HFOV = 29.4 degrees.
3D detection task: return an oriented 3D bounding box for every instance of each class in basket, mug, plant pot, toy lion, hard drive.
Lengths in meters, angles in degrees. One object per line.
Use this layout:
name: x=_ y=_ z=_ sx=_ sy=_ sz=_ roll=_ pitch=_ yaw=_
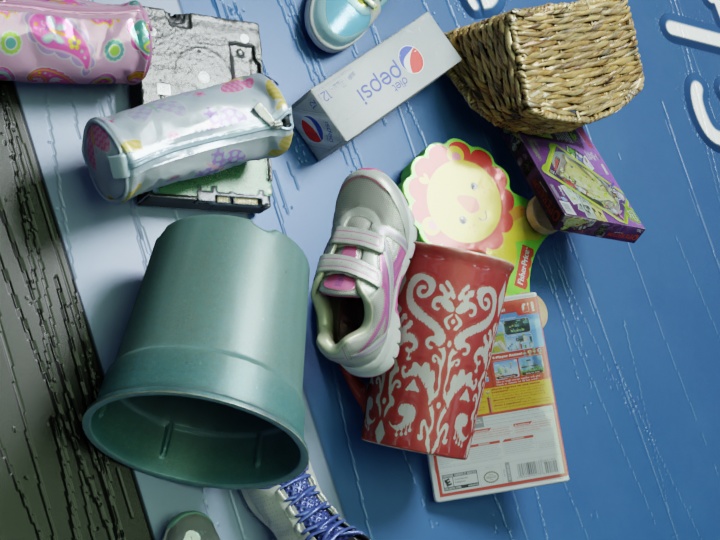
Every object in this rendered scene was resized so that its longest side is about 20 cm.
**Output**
basket: x=0.205 y=-0.225 z=1.572 sx=0.200 sy=0.149 sz=0.143 roll=-16 pitch=95 yaw=-37
mug: x=0.057 y=0.079 z=1.385 sx=0.133 sy=0.177 sz=0.200 roll=15 pitch=83 yaw=-45
plant pot: x=-0.131 y=0.068 z=1.243 sx=0.200 sy=0.200 sz=0.196 roll=23 pitch=57 yaw=-24
toy lion: x=0.122 y=-0.039 z=1.507 sx=0.191 sy=0.069 sz=0.200 roll=21 pitch=65 yaw=-17
hard drive: x=-0.162 y=-0.159 z=1.377 sx=0.140 sy=0.038 sz=0.200 roll=2 pitch=74 yaw=-31

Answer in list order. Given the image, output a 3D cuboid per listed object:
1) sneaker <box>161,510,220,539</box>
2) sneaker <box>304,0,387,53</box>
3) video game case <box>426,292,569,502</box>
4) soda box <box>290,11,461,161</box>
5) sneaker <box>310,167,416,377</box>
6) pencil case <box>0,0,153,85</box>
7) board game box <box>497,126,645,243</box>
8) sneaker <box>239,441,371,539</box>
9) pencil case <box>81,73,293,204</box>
sneaker: x=-0.122 y=0.305 z=1.195 sx=0.078 sy=0.140 sz=0.200 roll=2 pitch=75 yaw=-31
sneaker: x=0.023 y=-0.327 z=1.486 sx=0.080 sy=0.131 sz=0.200 roll=41 pitch=59 yaw=-16
video game case: x=0.131 y=0.132 z=1.435 sx=0.143 sy=0.017 sz=0.200 roll=-9 pitch=82 yaw=-3
soda box: x=0.016 y=-0.200 z=1.483 sx=0.200 sy=0.063 sz=0.068 roll=-39 pitch=96 yaw=-34
sneaker: x=0.000 y=0.000 z=1.295 sx=0.088 sy=0.081 sz=0.200 roll=13 pitch=78 yaw=-66
pencil case: x=-0.295 y=-0.218 z=1.277 sx=0.200 sy=0.087 sz=0.088 roll=1 pitch=75 yaw=-29
board game box: x=0.232 y=-0.116 z=1.556 sx=0.120 sy=0.032 sz=0.200 roll=5 pitch=44 yaw=-29
sneaker: x=-0.036 y=0.245 z=1.283 sx=0.080 sy=0.115 sz=0.200 roll=-17 pitch=85 yaw=-35
pencil case: x=-0.160 y=-0.124 z=1.291 sx=0.200 sy=0.091 sz=0.083 roll=-20 pitch=126 yaw=-33
